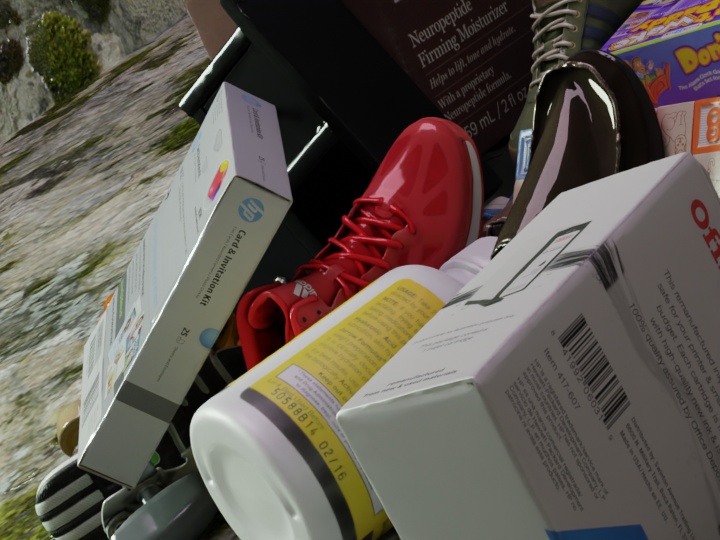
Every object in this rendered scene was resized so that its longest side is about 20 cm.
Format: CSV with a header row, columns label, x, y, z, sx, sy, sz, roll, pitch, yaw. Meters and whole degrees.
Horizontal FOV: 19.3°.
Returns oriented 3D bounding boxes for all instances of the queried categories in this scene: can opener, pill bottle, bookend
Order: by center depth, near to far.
label,x,y,z,sx,sy,sz,roll,pitch,yaw
pill bottle,0.016,0.067,1.126,0.199,0.112,0.111,-36,16,-26
can opener,-0.063,0.116,1.270,0.199,0.054,0.067,-30,46,-9
bookend,-0.049,-0.056,1.364,0.199,0.200,0.092,-46,-7,37

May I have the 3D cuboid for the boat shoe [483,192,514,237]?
label,x,y,z,sx,sy,sz,roll,pitch,yaw
boat shoe,0.095,-0.003,1.325,0.072,0.072,0.200,-40,2,-7

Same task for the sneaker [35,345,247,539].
label,x,y,z,sx,sy,sz,roll,pitch,yaw
sneaker,-0.118,0.097,1.364,0.199,0.076,0.116,-28,11,3

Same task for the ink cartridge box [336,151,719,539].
label,x,y,z,sx,sy,sz,roll,pitch,yaw
ink cartridge box,0.101,0.063,0.904,0.084,0.147,0.200,-17,16,42

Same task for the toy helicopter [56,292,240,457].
label,x,y,z,sx,sy,sz,roll,pitch,yaw
toy helicopter,-0.144,0.061,1.467,0.200,0.132,0.079,-42,42,18

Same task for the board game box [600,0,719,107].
label,x,y,z,sx,sy,sz,roll,pitch,yaw
board game box,0.257,-0.161,1.308,0.199,0.045,0.135,-14,21,35

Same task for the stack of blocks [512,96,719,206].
label,x,y,z,sx,sy,sz,roll,pitch,yaw
stack of blocks,0.164,-0.024,1.124,0.058,0.116,0.199,11,-9,-35

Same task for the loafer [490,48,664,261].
label,x,y,z,sx,sy,sz,roll,pitch,yaw
loafer,0.107,-0.018,1.086,0.071,0.202,0.073,10,-12,-41

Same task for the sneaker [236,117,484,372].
label,x,y,z,sx,sy,sz,roll,pitch,yaw
sneaker,0.000,0.000,1.197,0.078,0.202,0.115,15,-4,33

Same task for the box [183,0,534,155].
label,x,y,z,sx,sy,sz,roll,pitch,yaw
box,0.008,-0.167,1.451,0.163,0.201,0.166,-14,16,42

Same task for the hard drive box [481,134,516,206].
label,x,y,z,sx,sy,sz,roll,pitch,yaw
hard drive box,0.097,-0.069,1.531,0.155,0.077,0.200,-22,15,23

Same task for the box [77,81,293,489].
label,x,y,z,sx,sy,sz,roll,pitch,yaw
box,-0.106,0.005,1.247,0.201,0.041,0.156,-62,16,18

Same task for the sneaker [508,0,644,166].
label,x,y,z,sx,sy,sz,roll,pitch,yaw
sneaker,0.133,-0.153,1.376,0.067,0.090,0.201,-11,34,42
